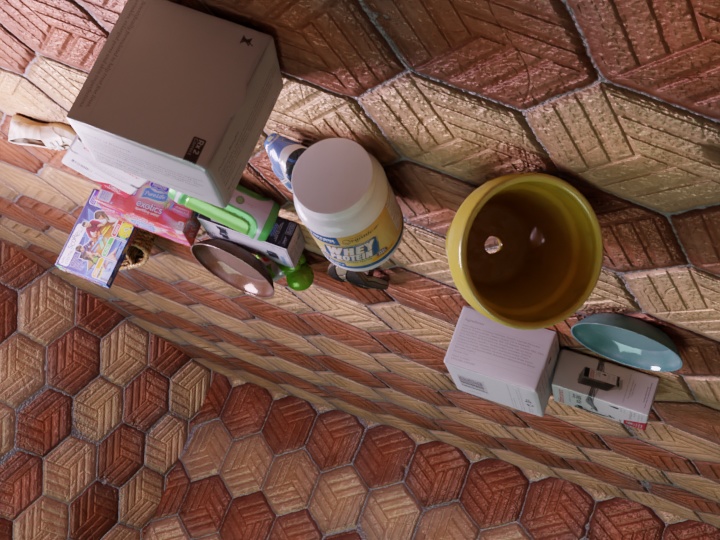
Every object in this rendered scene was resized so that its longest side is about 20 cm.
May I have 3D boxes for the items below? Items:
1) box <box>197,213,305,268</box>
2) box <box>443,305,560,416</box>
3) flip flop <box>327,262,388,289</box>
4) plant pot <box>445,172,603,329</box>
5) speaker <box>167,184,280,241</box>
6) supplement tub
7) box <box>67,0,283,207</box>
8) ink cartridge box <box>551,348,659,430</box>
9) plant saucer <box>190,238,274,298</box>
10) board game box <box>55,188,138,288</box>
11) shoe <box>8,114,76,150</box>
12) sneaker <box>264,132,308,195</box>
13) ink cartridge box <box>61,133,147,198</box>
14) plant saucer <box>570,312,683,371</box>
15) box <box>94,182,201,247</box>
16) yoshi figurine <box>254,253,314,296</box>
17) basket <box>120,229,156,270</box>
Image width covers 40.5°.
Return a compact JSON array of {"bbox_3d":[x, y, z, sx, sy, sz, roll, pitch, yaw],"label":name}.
[{"bbox_3d":[-0.218,-0.079,1.971,0.199,0.061,0.117,20,164,10],"label":"box"},{"bbox_3d":[0.294,0.186,1.992,0.199,0.132,0.199,16,163,21],"label":"box"},{"bbox_3d":[0.000,0.000,1.950,0.081,0.058,0.200,8,174,30],"label":"flip flop"},{"bbox_3d":[0.204,-0.032,1.338,0.200,0.202,0.189,26,180,-12],"label":"plant pot"},{"bbox_3d":[-0.252,-0.129,1.815,0.199,0.089,0.088,26,164,-9],"label":"speaker"},{"bbox_3d":[-0.019,-0.098,1.478,0.144,0.146,0.200,17,163,20],"label":"supplement tub"},{"bbox_3d":[-0.231,-0.218,1.255,0.199,0.200,0.131,21,164,9],"label":"box"},{"bbox_3d":[0.495,0.243,1.986,0.199,0.083,0.147,17,164,20],"label":"ink cartridge box"},{"bbox_3d":[-0.260,-0.011,2.041,0.199,0.037,0.201,24,159,10],"label":"plant saucer"},{"bbox_3d":[-0.598,-0.075,2.252,0.134,0.201,0.034,21,164,8],"label":"board game box"},{"bbox_3d":[-0.622,-0.262,1.947,0.199,0.054,0.070,16,163,24],"label":"shoe"},{"bbox_3d":[-0.091,-0.158,1.554,0.077,0.076,0.200,40,172,25],"label":"sneaker"},{"bbox_3d":[-0.458,-0.218,1.809,0.144,0.084,0.200,30,164,-20],"label":"ink cartridge box"},{"bbox_3d":[0.470,0.121,1.713,0.199,0.036,0.200,21,165,6],"label":"plant saucer"},{"bbox_3d":[-0.421,-0.139,1.986,0.198,0.103,0.095,19,164,8],"label":"box"},{"bbox_3d":[-0.169,0.009,2.128,0.111,0.113,0.199,13,168,-31],"label":"yoshi figurine"},{"bbox_3d":[-0.591,-0.057,2.394,0.142,0.150,0.200,22,163,4],"label":"basket"}]
